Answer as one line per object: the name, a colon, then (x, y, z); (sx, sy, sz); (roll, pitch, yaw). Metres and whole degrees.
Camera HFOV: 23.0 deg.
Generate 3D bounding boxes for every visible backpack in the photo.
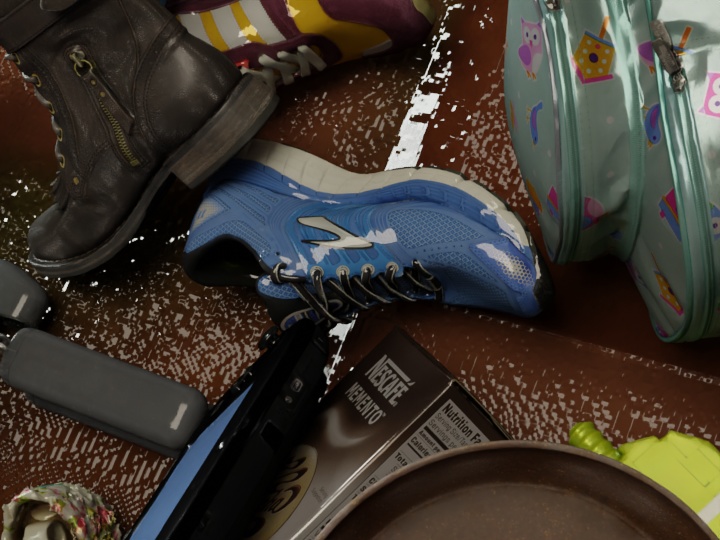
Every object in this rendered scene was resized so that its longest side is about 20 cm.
backpack: (0.142, -0.068, 0.766); (0.153, 0.176, 0.200); (-17, 74, -3)

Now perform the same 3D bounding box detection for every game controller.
game controller: (-0.075, 0.101, 0.757); (0.104, 0.042, 0.200); (-34, 16, 39)

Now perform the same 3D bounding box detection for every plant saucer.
plant saucer: (0.061, 0.166, 0.700); (0.200, 0.034, 0.200); (0, 90, 0)

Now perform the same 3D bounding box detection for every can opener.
can opener: (-0.155, 0.042, 0.906); (0.200, 0.053, 0.067); (22, 77, 27)

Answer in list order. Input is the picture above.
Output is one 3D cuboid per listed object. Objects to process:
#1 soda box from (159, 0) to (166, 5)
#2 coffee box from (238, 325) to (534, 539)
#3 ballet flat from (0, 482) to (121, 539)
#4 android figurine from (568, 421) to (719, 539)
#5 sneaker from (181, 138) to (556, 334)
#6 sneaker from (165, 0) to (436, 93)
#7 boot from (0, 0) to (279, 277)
soda box: (-0.130, -0.208, 0.948); (0.064, 0.068, 0.200); (-12, 37, 17)
coffee box: (-0.018, 0.129, 0.772); (0.200, 0.113, 0.080); (-44, 104, -2)
ballet flat: (-0.145, 0.192, 0.832); (0.076, 0.064, 0.200); (-17, 64, 12)
android figurine: (0.141, 0.151, 0.755); (0.182, 0.041, 0.200); (-41, 62, 1)
sneaker: (0.000, 0.000, 0.846); (0.200, 0.079, 0.089); (10, 58, 33)
sneaker: (-0.055, -0.111, 0.925); (0.200, 0.075, 0.090); (2, 67, 31)
boot: (-0.151, -0.101, 0.876); (0.200, 0.174, 0.069); (-35, 18, 36)
